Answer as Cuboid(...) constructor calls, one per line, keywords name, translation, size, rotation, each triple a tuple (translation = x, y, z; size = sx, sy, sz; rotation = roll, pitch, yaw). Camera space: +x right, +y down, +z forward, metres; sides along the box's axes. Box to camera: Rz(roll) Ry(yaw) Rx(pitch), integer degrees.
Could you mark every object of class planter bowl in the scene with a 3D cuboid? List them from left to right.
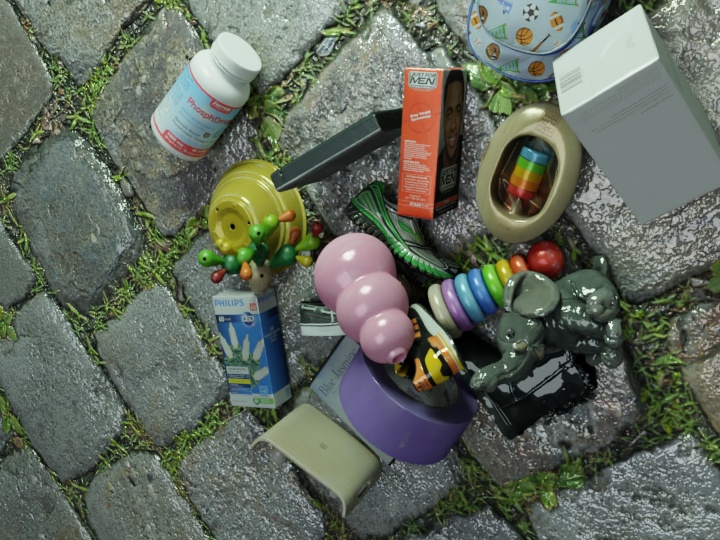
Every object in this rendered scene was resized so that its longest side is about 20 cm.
Cuboid(name="planter bowl", translation=(-0.195, -0.081, 1.287), size=(0.197, 0.083, 0.205), rotation=(7, 106, 26))

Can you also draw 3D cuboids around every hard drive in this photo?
Cuboid(name="hard drive", translation=(-0.022, -0.180, 1.134), size=(0.198, 0.139, 0.033), rotation=(-26, 91, 31))

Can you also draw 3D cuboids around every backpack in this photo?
Cuboid(name="backpack", translation=(0.224, -0.337, 0.962), size=(0.197, 0.154, 0.193), rotation=(26, 125, 16))

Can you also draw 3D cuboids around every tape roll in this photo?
Cuboid(name="tape roll", translation=(0.072, 0.185, 1.148), size=(0.199, 0.199, 0.086), rotation=(38, 119, 14))

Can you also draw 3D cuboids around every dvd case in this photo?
Cuboid(name="dvd case", translation=(0.015, 0.214, 1.292), size=(0.200, 0.017, 0.144), rotation=(42, 120, 12))

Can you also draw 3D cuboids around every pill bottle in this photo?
Cuboid(name="pill bottle", translation=(-0.249, -0.283, 1.247), size=(0.200, 0.108, 0.109), rotation=(-43, 82, 31))

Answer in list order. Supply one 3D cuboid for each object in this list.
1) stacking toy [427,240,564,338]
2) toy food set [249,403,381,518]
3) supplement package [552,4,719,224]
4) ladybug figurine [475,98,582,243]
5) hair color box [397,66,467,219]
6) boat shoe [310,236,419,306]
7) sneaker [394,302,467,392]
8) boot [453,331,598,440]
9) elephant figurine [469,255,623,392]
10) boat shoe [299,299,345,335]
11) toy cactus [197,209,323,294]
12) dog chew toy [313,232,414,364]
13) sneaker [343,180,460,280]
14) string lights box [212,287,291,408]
Cuboid(name="stacking toy", translation=(0.198, 0.017, 1.100), size=(0.198, 0.085, 0.086), rotation=(-30, 89, 15))
Cuboid(name="toy food set", translation=(-0.072, 0.319, 1.295), size=(0.198, 0.143, 0.061), rotation=(33, 116, 16))
Cuboid(name="supplement package", translation=(0.331, -0.178, 0.905), size=(0.119, 0.123, 0.200), rotation=(-28, 125, 30))
Cuboid(name="ladybug figurine", translation=(0.234, -0.136, 1.048), size=(0.134, 0.072, 0.203), rotation=(31, 116, 18))
Cuboid(name="hair color box", translation=(0.102, -0.184, 1.089), size=(0.060, 0.101, 0.204), rotation=(10, 108, 26))
Cuboid(name="boat shoe", translation=(0.000, 0.000, 1.210), size=(0.197, 0.070, 0.072), rotation=(24, 103, 21))
Cuboid(name="sneaker", translation=(0.079, 0.112, 1.111), size=(0.089, 0.200, 0.071), rotation=(-33, 110, -5))
Cuboid(name="boot", translation=(0.237, 0.137, 1.122), size=(0.162, 0.073, 0.200), rotation=(-38, 83, 28))
Cuboid(name="elephant figurine", translation=(0.241, 0.069, 1.020), size=(0.196, 0.155, 0.145), rotation=(-6, 96, 13))
Cuboid(name="boat shoe", translation=(-0.026, 0.066, 1.239), size=(0.197, 0.073, 0.070), rotation=(-7, 93, 49))
Cuboid(name="toy cactus", translation=(-0.155, -0.012, 1.222), size=(0.103, 0.197, 0.166), rotation=(60, 159, 26))
Cuboid(name="dog chew toy", translation=(0.013, 0.044, 1.084), size=(0.125, 0.123, 0.202), rotation=(-50, 52, 29))
Cuboid(name="sneaker", translation=(0.073, -0.058, 1.154), size=(0.199, 0.078, 0.086), rotation=(39, 91, 1))
Cuboid(name="string lights box", translation=(-0.191, 0.136, 1.358), size=(0.101, 0.059, 0.204), rotation=(-3, 102, 30))
